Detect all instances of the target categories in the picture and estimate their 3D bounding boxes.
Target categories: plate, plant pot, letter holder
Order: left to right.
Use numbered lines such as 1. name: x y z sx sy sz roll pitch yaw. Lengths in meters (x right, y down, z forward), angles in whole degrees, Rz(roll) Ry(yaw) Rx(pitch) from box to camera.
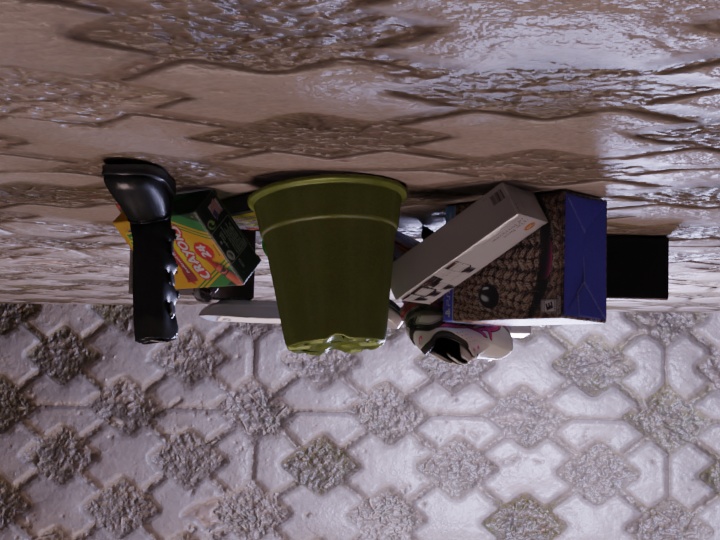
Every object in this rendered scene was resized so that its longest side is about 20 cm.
1. plate: -0.159 0.070 1.845 0.199 0.032 0.200 1 175 0
2. plant pot: -0.034 0.001 1.350 0.199 0.191 0.200 -4 167 -1
3. letter holder: 0.388 -0.001 1.812 0.199 0.101 0.142 1 176 1

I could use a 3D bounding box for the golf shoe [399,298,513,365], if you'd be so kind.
1. golf shoe: 0.140 0.103 1.543 0.199 0.092 0.073 17 130 -36

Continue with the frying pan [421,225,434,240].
1. frying pan: 0.167 -0.011 1.689 0.190 0.031 0.115 34 -179 -16

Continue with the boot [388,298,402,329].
1. boot: 0.000 0.000 1.588 0.200 0.090 0.073 33 168 28

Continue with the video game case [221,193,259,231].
1. video game case: -0.116 -0.077 1.542 0.180 0.026 0.200 5 174 -36

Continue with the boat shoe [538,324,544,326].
1. boat shoe: 0.272 0.010 1.623 0.075 0.069 0.200 -23 -161 37

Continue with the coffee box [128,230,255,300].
1. coffee box: -0.271 -0.011 1.791 0.199 0.114 0.080 1 175 -9

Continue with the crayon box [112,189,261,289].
1. crayon box: -0.245 -0.037 1.490 0.199 0.051 0.127 -4 129 40

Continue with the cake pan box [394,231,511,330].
1. cake pan box: 0.116 0.025 1.662 0.200 0.052 0.184 25 -157 -39

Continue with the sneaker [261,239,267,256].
1. sneaker: -0.054 -0.025 1.515 0.199 0.078 0.085 -2 173 42

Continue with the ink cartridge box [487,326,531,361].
1. ink cartridge box: 0.243 0.049 1.815 0.067 0.201 0.117 1 174 3

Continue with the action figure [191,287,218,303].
1. action figure: -0.237 -0.020 1.666 0.069 0.131 0.200 -1 163 17

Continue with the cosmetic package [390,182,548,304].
1. cosmetic package: 0.130 -0.029 1.384 0.200 0.051 0.082 -37 157 28

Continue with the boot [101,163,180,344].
1. boot: -0.255 -0.016 1.297 0.065 0.201 0.165 0 174 12

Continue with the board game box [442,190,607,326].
1. board game box: 0.214 -0.011 1.449 0.097 0.160 0.200 8 171 -43
